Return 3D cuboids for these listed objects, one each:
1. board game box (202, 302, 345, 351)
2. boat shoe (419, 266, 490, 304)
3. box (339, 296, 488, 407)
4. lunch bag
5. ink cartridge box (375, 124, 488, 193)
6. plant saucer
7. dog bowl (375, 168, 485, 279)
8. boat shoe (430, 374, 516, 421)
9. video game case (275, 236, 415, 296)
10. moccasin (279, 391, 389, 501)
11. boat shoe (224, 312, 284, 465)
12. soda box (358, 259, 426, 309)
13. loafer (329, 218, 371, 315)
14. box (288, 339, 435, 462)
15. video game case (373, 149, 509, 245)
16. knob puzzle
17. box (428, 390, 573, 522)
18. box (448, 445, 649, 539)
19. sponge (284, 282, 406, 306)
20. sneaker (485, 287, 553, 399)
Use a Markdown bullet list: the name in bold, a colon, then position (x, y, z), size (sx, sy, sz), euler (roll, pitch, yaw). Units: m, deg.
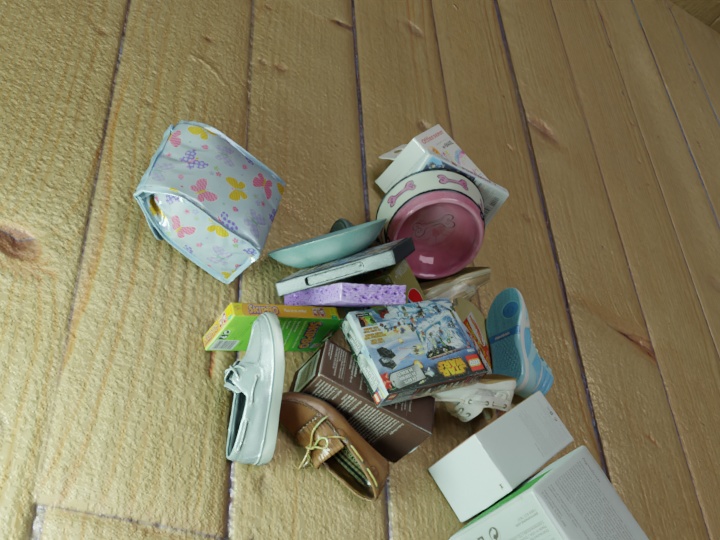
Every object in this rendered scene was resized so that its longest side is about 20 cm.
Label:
- **board game box**: position (-0.121, 0.085, 1.300), size (0.197, 0.096, 0.030), euler (7, 52, -36)
- **boat shoe**: position (0.164, 0.042, 1.606), size (0.198, 0.073, 0.071), euler (-19, 102, -39)
- **box**: position (0.080, 0.116, 1.322), size (0.197, 0.040, 0.138), euler (-6, 57, -37)
- **lunch bag**: position (-0.232, -0.111, 1.349), size (0.199, 0.126, 0.171), euler (37, 42, -24)
- **ink cartridge box**: position (0.136, -0.170, 1.701), size (0.200, 0.125, 0.128), euler (48, 33, 4)
- **plant saucer**: position (-0.049, -0.037, 1.409), size (0.199, 0.199, 0.039), euler (-20, 97, -47)
- **dog bowl**: position (0.127, -0.072, 1.552), size (0.197, 0.201, 0.074), euler (22, 29, -24)
- **boat shoe**: position (0.165, 0.203, 1.402), size (0.197, 0.070, 0.071), euler (2, 91, -31)
- **video game case**: position (-0.017, -0.008, 1.344), size (0.200, 0.177, 0.026), euler (-31, 105, -77)
- **moccasin**: position (-0.047, 0.248, 1.253), size (0.202, 0.073, 0.078), euler (47, 31, -13)
- **boat shoe**: position (-0.146, 0.156, 1.195), size (0.070, 0.070, 0.205), euler (7, 82, -26)
- **soda box**: position (0.076, 0.083, 1.438), size (0.202, 0.067, 0.064), euler (62, 37, -16)
- **loafer**: position (0.000, 0.000, 1.498), size (0.062, 0.072, 0.203), euler (16, 46, -37)
- **box**: position (0.003, 0.193, 1.312), size (0.198, 0.100, 0.076), euler (32, 42, -16)
- **video game case**: position (0.138, -0.097, 1.595), size (0.180, 0.201, 0.023), euler (22, 30, -24)
- **knob puzzle**: position (0.198, 0.141, 1.550), size (0.220, 0.030, 0.223), euler (45, 32, -39)
- **box**: position (0.222, 0.288, 1.402), size (0.198, 0.124, 0.098), euler (-20, 70, -48)
- **box**: position (0.280, 0.405, 1.294), size (0.170, 0.199, 0.202), euler (-17, 69, -47)
- **sponge**: position (-0.027, 0.039, 1.342), size (0.110, 0.199, 0.031), euler (1, 86, -29)
- **sneaker**: position (0.289, 0.141, 1.601), size (0.130, 0.079, 0.203), euler (34, 49, -40)
